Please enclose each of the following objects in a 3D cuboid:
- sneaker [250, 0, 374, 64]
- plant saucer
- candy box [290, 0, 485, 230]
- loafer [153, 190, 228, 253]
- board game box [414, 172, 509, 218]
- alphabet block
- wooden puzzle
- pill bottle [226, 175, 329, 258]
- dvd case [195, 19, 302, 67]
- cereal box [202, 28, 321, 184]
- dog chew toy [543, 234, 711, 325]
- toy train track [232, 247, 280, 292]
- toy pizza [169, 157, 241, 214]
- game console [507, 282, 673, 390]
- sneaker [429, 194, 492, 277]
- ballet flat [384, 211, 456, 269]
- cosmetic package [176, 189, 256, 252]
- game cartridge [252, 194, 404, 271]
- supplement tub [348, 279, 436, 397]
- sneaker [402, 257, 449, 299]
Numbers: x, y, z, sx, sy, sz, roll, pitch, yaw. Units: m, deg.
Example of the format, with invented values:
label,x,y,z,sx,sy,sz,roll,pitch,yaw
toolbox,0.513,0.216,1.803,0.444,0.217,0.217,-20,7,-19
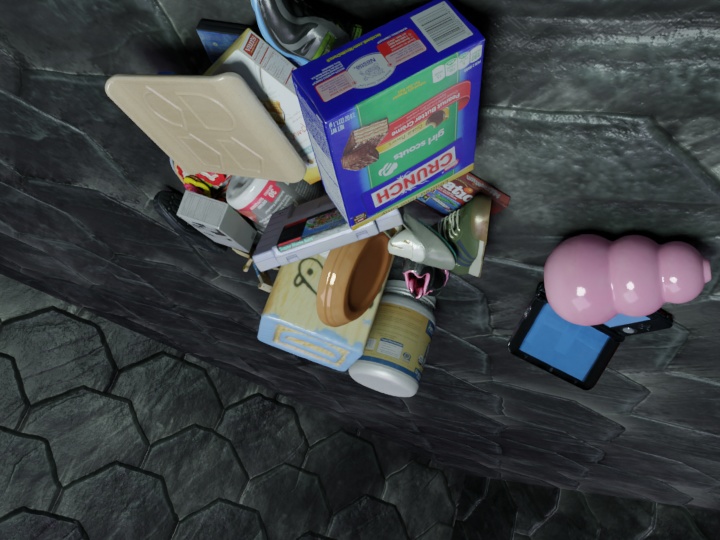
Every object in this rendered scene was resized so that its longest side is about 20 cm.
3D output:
label,x,y,z,sx,sy,sz,roll,pitch,yaw
sneaker,-0.031,-0.239,0.602,0.082,0.072,0.199,-19,140,38
plant saucer,0.000,0.000,0.926,0.037,0.201,0.201,24,161,22
candy box,0.034,-0.149,0.612,0.077,0.168,0.200,59,174,24
loafer,-0.344,-0.090,1.174,0.070,0.069,0.201,-5,152,27
board game box,0.097,-0.123,0.812,0.198,0.020,0.103,27,155,-17
alphabet block,-0.068,0.051,1.104,0.193,0.202,0.197,21,158,-7
wooden puzzle,-0.183,-0.183,0.729,0.198,0.047,0.185,7,156,28
pill bottle,-0.096,-0.097,0.905,0.199,0.112,0.110,34,153,-32
dvd case,-0.109,-0.224,0.747,0.141,0.018,0.201,13,156,14
cereal box,-0.096,-0.192,0.731,0.199,0.040,0.143,33,155,-28
dog chew toy,0.352,0.009,0.783,0.198,0.126,0.125,-6,148,31
toy train track,-0.208,0.001,1.178,0.114,0.033,0.200,25,-168,-27
toy pizza,-0.237,-0.144,1.015,0.198,0.032,0.201,16,157,7
game console,0.379,0.106,0.976,0.198,0.120,0.172,26,157,-17
sneaker,0.135,-0.045,0.841,0.089,0.068,0.201,9,159,10
ballet flat,0.047,-0.058,0.836,0.200,0.064,0.068,45,156,14
cosmetic package,-0.259,-0.085,1.083,0.082,0.051,0.200,20,172,8
game cartridge,-0.039,-0.068,0.765,0.198,0.130,0.039,-18,114,15
supplement tub,0.070,0.136,1.184,0.143,0.202,0.145,16,158,7
sneaker,0.104,0.011,1.013,0.078,0.096,0.200,9,157,18
